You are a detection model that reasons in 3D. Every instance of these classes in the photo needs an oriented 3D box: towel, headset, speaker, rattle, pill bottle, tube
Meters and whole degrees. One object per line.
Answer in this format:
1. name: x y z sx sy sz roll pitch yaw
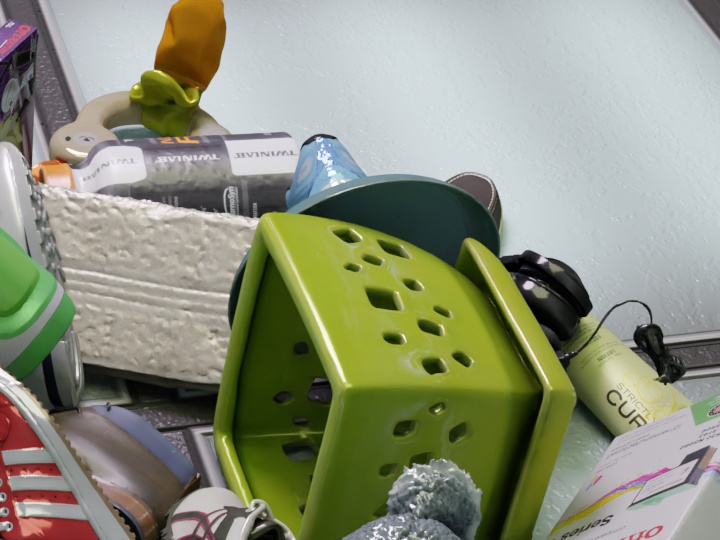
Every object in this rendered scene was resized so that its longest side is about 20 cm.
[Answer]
1. towel: -0.157 0.013 1.614 0.199 0.034 0.133 10 76 6
2. headset: 0.133 0.053 1.610 0.199 0.094 0.124 -3 54 39
3. speaker: -0.286 -0.012 1.467 0.200 0.088 0.089 42 33 -16
4. rattle: -0.191 -0.128 1.786 0.199 0.143 0.130 -17 60 -38
5. pill bottle: -0.147 -0.050 1.706 0.199 0.107 0.106 -4 37 -15
6. tube: 0.205 0.099 1.611 0.052 0.058 0.200 19 22 -50

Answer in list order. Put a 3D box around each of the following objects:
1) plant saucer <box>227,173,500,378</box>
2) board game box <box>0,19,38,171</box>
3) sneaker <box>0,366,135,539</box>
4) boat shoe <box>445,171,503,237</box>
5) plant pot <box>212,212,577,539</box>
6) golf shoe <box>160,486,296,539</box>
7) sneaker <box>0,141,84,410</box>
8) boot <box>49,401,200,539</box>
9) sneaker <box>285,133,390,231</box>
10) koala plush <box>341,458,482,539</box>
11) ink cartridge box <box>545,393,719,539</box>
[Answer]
1. plant saucer: 0.000 0.000 1.554 0.199 0.201 0.027 -7 49 -19
2. board game box: -0.278 -0.070 1.631 0.032 0.201 0.120 21 38 16
3. sneaker: -0.222 0.155 1.383 0.112 0.071 0.200 -34 81 -25
4. boat shoe: 0.067 -0.031 1.751 0.073 0.065 0.200 15 35 14
5. plant pot: 0.023 0.093 1.468 0.181 0.201 0.199 0 36 -20
6. golf shoe: -0.074 0.180 1.384 0.077 0.088 0.200 43 12 -16
7. sneaker: -0.252 0.007 1.568 0.080 0.076 0.201 -13 75 5
8. boot: -0.204 0.125 1.495 0.200 0.075 0.097 32 32 16
9. sneaker: -0.016 -0.029 1.623 0.078 0.200 0.090 -13 59 -11
10. koala plush: 0.022 0.218 1.283 0.183 0.201 0.178 14 36 10
11. ink cartridge box: 0.200 0.169 1.420 0.084 0.145 0.200 54 41 -9
